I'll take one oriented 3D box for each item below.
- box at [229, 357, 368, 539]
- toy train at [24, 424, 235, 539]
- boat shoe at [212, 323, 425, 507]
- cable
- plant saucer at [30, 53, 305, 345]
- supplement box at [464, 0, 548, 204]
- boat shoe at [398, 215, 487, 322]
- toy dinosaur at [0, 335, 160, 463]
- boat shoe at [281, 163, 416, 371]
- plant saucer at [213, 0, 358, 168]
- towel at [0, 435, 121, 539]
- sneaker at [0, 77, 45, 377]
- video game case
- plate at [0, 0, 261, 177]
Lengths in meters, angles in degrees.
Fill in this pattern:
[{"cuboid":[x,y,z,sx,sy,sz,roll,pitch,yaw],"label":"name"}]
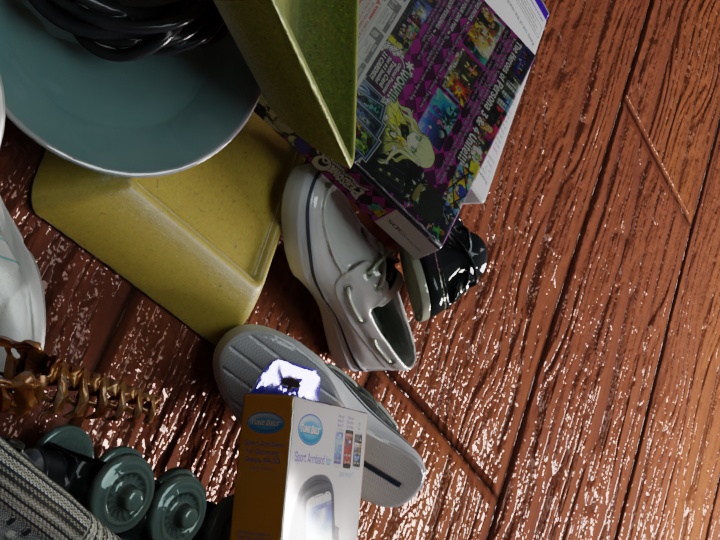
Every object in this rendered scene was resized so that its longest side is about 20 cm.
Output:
[{"cuboid":[-0.039,0.161,0.809,0.119,0.041,0.203,24,70,-65],"label":"box"},{"cuboid":[-0.142,0.168,0.768,0.200,0.084,0.115,35,75,-51],"label":"toy train"},{"cuboid":[-0.035,0.101,0.921,0.072,0.071,0.200,-44,120,4],"label":"boat shoe"},{"cuboid":[-0.142,-0.216,0.740,0.200,0.051,0.164,48,54,-18],"label":"cable"},{"cuboid":[-0.102,-0.080,0.849,0.200,0.048,0.202,43,56,-46],"label":"plant saucer"},{"cuboid":[0.066,-0.160,1.037,0.103,0.100,0.202,47,53,-42],"label":"supplement box"},{"cuboid":[0.063,-0.010,0.975,0.199,0.065,0.076,-86,167,-84],"label":"boat shoe"},{"cuboid":[-0.203,0.072,0.611,0.103,0.197,0.137,-66,166,-50],"label":"toy dinosaur"},{"cuboid":[0.000,0.000,0.933,0.201,0.066,0.074,69,35,-49],"label":"boat shoe"},{"cuboid":[-0.047,-0.192,0.760,0.200,0.047,0.203,62,26,-61],"label":"plant saucer"},{"cuboid":[-0.224,0.152,0.586,0.199,0.035,0.193,-35,129,3],"label":"towel"},{"cuboid":[-0.222,-0.023,0.675,0.080,0.070,0.203,-17,97,-43],"label":"sneaker"},{"cuboid":[0.023,-0.141,0.897,0.181,0.036,0.201,40,55,-18],"label":"video game case"},{"cuboid":[-0.146,-0.151,0.764,0.198,0.025,0.203,9,73,-31],"label":"plate"}]
